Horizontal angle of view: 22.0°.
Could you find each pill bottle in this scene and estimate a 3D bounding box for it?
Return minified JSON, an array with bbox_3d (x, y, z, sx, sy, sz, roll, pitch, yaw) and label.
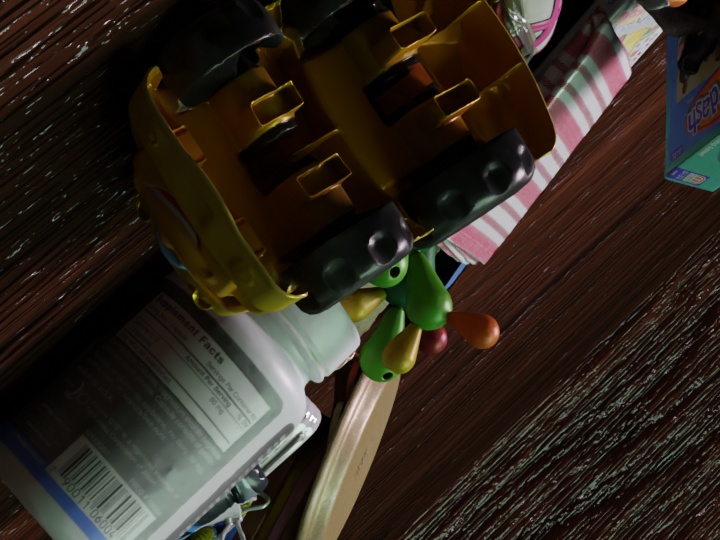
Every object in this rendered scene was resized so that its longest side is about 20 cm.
[{"bbox_3d":[-0.102,0.072,1.026,0.200,0.114,0.114,-42,168,-12],"label":"pill bottle"}]

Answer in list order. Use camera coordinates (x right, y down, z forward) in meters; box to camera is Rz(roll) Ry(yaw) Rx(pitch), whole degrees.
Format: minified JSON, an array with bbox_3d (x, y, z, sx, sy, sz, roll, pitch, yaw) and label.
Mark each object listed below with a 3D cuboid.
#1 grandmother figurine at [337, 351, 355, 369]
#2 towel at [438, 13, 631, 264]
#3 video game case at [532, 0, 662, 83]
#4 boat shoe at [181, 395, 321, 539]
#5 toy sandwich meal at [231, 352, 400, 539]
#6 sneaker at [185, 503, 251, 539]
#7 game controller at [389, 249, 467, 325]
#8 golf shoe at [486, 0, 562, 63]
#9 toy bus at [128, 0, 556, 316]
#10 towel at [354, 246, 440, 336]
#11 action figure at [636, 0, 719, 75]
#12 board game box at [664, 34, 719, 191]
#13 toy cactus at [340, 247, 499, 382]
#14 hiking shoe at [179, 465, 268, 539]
[{"bbox_3d":[-0.065,0.066,1.187,0.200,0.060,0.122,-39,-149,58],"label":"grandmother figurine"},{"bbox_3d":[0.123,-0.093,1.342,0.201,0.030,0.146,-52,165,3],"label":"towel"},{"bbox_3d":[0.181,-0.163,1.435,0.182,0.023,0.200,-49,168,16],"label":"video game case"},{"bbox_3d":[-0.101,0.157,1.330,0.202,0.086,0.075,-47,-148,17],"label":"boat shoe"},{"bbox_3d":[-0.033,0.141,1.430,0.205,0.070,0.207,22,90,-82],"label":"toy sandwich meal"},{"bbox_3d":[-0.126,0.221,1.550,0.199,0.071,0.083,-41,162,-34],"label":"sneaker"},{"bbox_3d":[0.087,-0.020,1.547,0.104,0.042,0.200,-34,164,-43],"label":"game controller"},{"bbox_3d":[0.086,-0.169,0.962,0.092,0.073,0.200,-46,168,-5],"label":"golf shoe"},{"bbox_3d":[-0.039,-0.044,0.870,0.199,0.136,0.192,-32,178,-41],"label":"toy bus"},{"bbox_3d":[0.000,0.000,1.328,0.148,0.036,0.200,-46,167,-1],"label":"towel"},{"bbox_3d":[0.214,-0.240,1.203,0.193,0.104,0.202,2,107,-84],"label":"action figure"},{"bbox_3d":[0.265,-0.176,1.268,0.152,0.045,0.202,138,-38,-60],"label":"board game box"},{"bbox_3d":[0.044,-0.037,1.055,0.165,0.101,0.202,-55,149,-60],"label":"toy cactus"},{"bbox_3d":[-0.129,0.126,1.157,0.086,0.075,0.200,-32,-175,-18],"label":"hiking shoe"}]
